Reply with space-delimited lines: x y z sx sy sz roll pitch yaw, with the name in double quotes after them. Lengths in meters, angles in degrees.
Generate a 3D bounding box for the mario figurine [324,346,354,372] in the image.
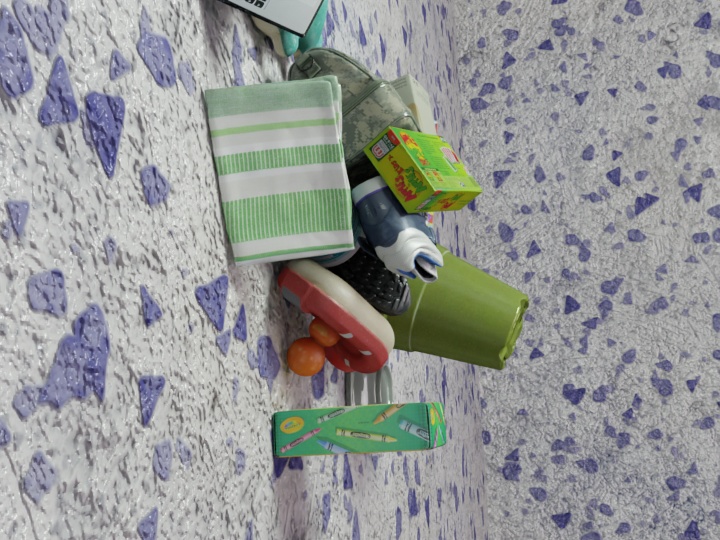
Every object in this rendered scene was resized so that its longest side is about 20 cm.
-0.005 0.065 1.315 0.124 0.105 0.201 65 23 -53 "mario figurine"

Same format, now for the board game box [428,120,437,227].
0.070 -0.178 1.563 0.105 0.102 0.201 -132 -141 -64 "board game box"

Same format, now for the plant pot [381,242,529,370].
0.154 0.065 1.336 0.200 0.189 0.201 -57 159 -36 "plant pot"

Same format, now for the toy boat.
-0.047 0.084 1.143 0.131 0.130 0.200 -52 137 -6 "toy boat"

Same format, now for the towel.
-0.086 -0.111 0.974 0.023 0.152 0.201 -142 -136 -73 "towel"

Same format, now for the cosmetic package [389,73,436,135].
0.064 -0.188 1.326 0.071 0.105 0.201 30 44 -55 "cosmetic package"

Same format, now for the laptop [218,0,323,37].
-0.114 -0.396 0.975 0.116 0.199 0.188 119 -8 -49 "laptop"

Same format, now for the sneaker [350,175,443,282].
0.063 -0.046 1.147 0.147 0.080 0.200 63 18 9 "sneaker"

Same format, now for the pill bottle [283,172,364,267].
-0.068 -0.084 1.097 0.200 0.110 0.111 50 38 -67 "pill bottle"

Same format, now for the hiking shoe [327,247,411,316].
0.000 0.000 1.222 0.076 0.200 0.101 -45 155 -9 "hiking shoe"

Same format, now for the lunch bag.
-0.013 -0.214 1.201 0.168 0.139 0.200 54 8 12 "lunch bag"

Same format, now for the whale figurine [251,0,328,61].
-0.079 -0.352 1.152 0.200 0.103 0.160 59 29 -56 "whale figurine"

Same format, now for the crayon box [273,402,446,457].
0.002 0.202 1.098 0.119 0.199 0.059 29 56 -73 "crayon box"

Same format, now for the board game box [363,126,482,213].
0.088 -0.131 1.146 0.102 0.048 0.200 55 23 11 "board game box"

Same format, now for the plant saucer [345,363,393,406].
0.023 0.215 1.491 0.200 0.050 0.201 -4 90 -75 "plant saucer"
